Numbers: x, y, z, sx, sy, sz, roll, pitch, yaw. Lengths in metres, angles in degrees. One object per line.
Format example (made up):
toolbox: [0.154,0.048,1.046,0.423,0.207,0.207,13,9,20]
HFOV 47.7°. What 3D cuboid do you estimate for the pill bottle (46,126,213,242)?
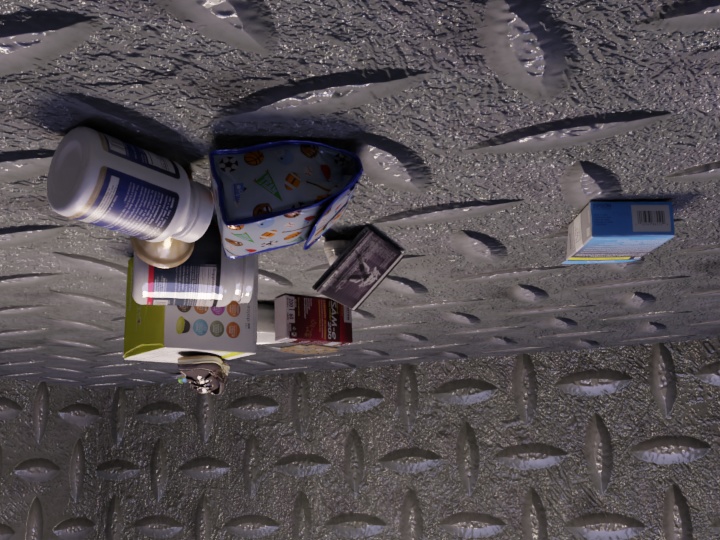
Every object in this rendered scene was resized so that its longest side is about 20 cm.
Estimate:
pill bottle: [-0.292,-0.101,1.059,0.110,0.114,0.198,-13,159,39]

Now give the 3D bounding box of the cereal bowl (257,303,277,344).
cereal bowl: [-0.266,0.137,2.114,0.195,0.085,0.200,-2,166,0]

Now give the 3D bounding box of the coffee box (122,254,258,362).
coffee box: [-0.329,0.067,1.571,0.195,0.204,0.198,8,165,-37]

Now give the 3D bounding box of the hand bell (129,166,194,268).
hand bell: [-0.280,-0.096,1.217,0.102,0.106,0.200,4,152,-22]

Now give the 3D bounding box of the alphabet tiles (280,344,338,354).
alphabet tiles: [-0.179,0.279,2.869,0.164,0.006,0.198,-12,163,38]

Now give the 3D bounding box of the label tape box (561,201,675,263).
label tape box: [0.443,-0.063,1.429,0.140,0.068,0.200,-1,169,-1]

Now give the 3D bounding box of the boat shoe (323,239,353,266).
boat shoe: [-0.030,-0.009,1.578,0.070,0.070,0.200,-2,166,3]

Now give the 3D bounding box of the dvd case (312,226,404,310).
dvd case: [0.000,0.000,1.536,0.149,0.016,0.200,-48,155,5]

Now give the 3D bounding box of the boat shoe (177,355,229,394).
boat shoe: [-0.296,0.201,1.551,0.070,0.066,0.200,-2,167,5]

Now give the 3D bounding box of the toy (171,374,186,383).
toy: [-0.692,0.457,3.445,0.197,0.048,0.114,-10,166,33]

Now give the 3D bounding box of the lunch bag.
lunch bag: [-0.099,-0.097,1.113,0.196,0.126,0.170,-13,169,-13]

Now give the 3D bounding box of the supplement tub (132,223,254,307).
supplement tub: [-0.286,-0.010,1.390,0.196,0.144,0.140,2,166,-16]

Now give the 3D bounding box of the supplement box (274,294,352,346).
supplement box: [-0.116,0.127,2.037,0.197,0.111,0.060,7,164,-35]
